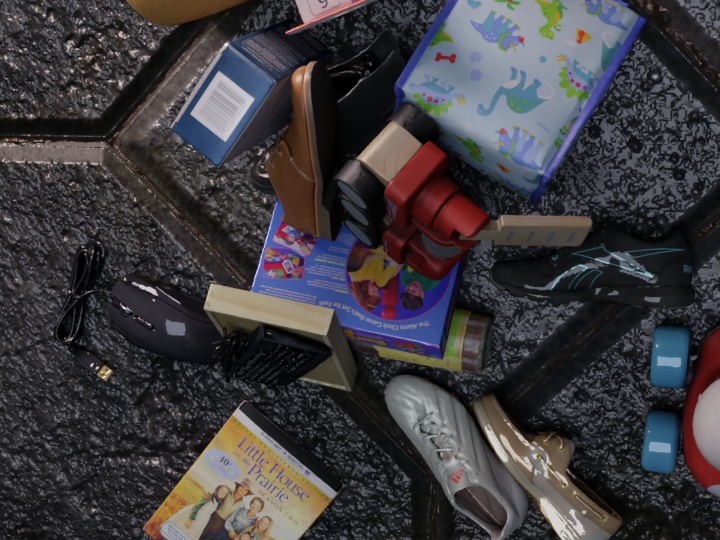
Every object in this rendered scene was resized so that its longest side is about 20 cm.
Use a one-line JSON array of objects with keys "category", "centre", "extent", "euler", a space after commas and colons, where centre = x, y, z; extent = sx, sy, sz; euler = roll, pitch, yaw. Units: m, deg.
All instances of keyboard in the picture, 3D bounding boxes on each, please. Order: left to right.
[{"category": "keyboard", "centre": [-0.102, 0.098, 1.387], "extent": [0.103, 0.200, 0.040], "euler": [18, 71, -11]}]

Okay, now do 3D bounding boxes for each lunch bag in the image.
[{"category": "lunch bag", "centre": [0.147, -0.192, 1.288], "extent": [0.169, 0.127, 0.201], "euler": [31, 82, 5]}]

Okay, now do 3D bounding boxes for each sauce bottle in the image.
[{"category": "sauce bottle", "centre": [0.033, 0.060, 1.418], "extent": [0.198, 0.065, 0.065], "euler": [8, 107, 12]}]

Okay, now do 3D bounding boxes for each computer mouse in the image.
[{"category": "computer mouse", "centre": [-0.246, 0.071, 1.506], "extent": [0.199, 0.046, 0.141], "euler": [28, 109, 6]}]

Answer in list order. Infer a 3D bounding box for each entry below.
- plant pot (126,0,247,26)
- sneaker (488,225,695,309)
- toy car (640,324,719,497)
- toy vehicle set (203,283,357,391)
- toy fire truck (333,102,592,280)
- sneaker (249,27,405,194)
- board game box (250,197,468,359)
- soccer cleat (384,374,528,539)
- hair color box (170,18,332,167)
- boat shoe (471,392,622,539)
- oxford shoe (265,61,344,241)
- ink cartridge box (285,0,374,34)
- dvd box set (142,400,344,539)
[{"category": "plant pot", "centre": [-0.139, -0.323, 1.312], "extent": [0.199, 0.186, 0.187], "euler": [-33, 95, 35]}, {"category": "sneaker", "centre": [0.225, -0.006, 1.353], "extent": [0.198, 0.075, 0.080], "euler": [2, 95, 6]}, {"category": "toy car", "centre": [0.354, 0.153, 1.285], "extent": [0.183, 0.200, 0.178], "euler": [6, 107, 14]}, {"category": "toy vehicle set", "centre": [-0.075, 0.070, 1.391], "extent": [0.123, 0.200, 0.027], "euler": [12, 72, 11]}, {"category": "toy fire truck", "centre": [0.093, -0.048, 1.274], "extent": [0.200, 0.176, 0.129], "euler": [41, 79, 12]}, {"category": "sneaker", "centre": [-0.036, -0.152, 1.354], "extent": [0.199, 0.060, 0.104], "euler": [-24, 143, 12]}, {"category": "board game box", "centre": [0.000, 0.000, 1.384], "extent": [0.198, 0.045, 0.135], "euler": [12, 72, 12]}, {"category": "soccer cleat", "centre": [0.097, 0.190, 1.426], "extent": [0.200, 0.078, 0.069], "euler": [47, 124, -2]}, {"category": "hair color box", "centre": [-0.099, -0.172, 1.316], "extent": [0.060, 0.200, 0.100], "euler": [38, 111, 1]}, {"category": "boat shoe", "centre": [0.192, 0.197, 1.416], "extent": [0.069, 0.074, 0.200], "euler": [-37, 94, 9]}, {"category": "oxford shoe", "centre": [-0.057, -0.110, 1.305], "extent": [0.071, 0.072, 0.201], "euler": [11, 134, 12]}, {"category": "ink cartridge box", "centre": [-0.003, -0.266, 1.263], "extent": [0.108, 0.200, 0.051], "euler": [-19, 100, 19]}, {"category": "dvd box set", "centre": [-0.131, 0.262, 1.538], "extent": [0.146, 0.029, 0.200], "euler": [40, 112, 2]}]
